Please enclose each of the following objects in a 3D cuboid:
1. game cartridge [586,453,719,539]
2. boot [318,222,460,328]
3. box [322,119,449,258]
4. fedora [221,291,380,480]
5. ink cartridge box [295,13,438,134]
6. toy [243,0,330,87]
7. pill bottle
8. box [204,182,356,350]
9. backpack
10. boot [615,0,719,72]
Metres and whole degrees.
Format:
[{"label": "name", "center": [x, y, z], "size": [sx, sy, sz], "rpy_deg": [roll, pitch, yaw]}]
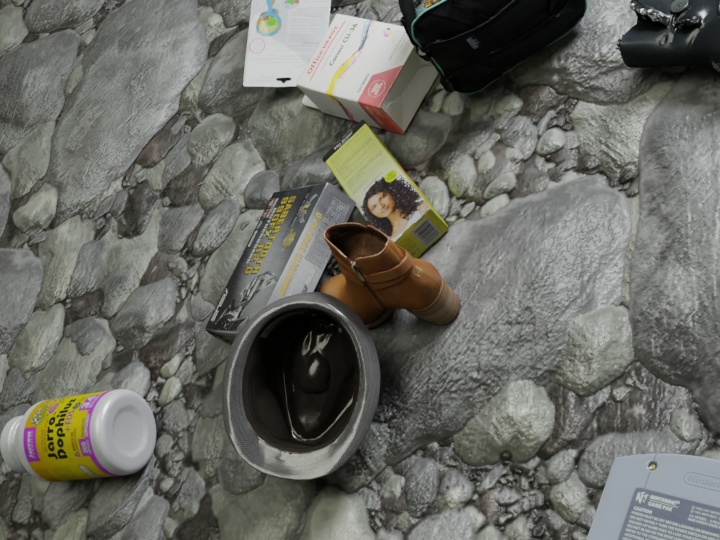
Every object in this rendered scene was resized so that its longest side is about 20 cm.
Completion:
[{"label": "game cartridge", "center": [0.296, 0.231, 1.104], "size": [0.199, 0.042, 0.134], "rpy_deg": [9, 64, 42]}, {"label": "boot", "center": [0.000, 0.000, 1.410], "size": [0.198, 0.155, 0.074], "rpy_deg": [-1, 62, 38]}, {"label": "box", "center": [0.027, -0.095, 1.528], "size": [0.075, 0.050, 0.200], "rpy_deg": [-43, 44, 7]}, {"label": "fedora", "center": [-0.058, 0.127, 1.399], "size": [0.175, 0.090, 0.203], "rpy_deg": [2, 83, 14]}, {"label": "ink cartridge box", "center": [-0.002, -0.259, 1.646], "size": [0.199, 0.067, 0.117], "rpy_deg": [20, 76, 43]}, {"label": "toy", "center": [-0.096, -0.344, 1.784], "size": [0.114, 0.047, 0.202], "rpy_deg": [1, 77, 11]}, {"label": "pill bottle", "center": [-0.359, 0.210, 1.597], "size": [0.198, 0.104, 0.105], "rpy_deg": [-11, 55, 33]}, {"label": "box", "center": [-0.098, -0.004, 1.533], "size": [0.158, 0.048, 0.202], "rpy_deg": [-2, 60, 63]}, {"label": "backpack", "center": [0.156, -0.325, 1.489], "size": [0.198, 0.176, 0.155], "rpy_deg": [-23, 54, 20]}, {"label": "boot", "center": [0.379, -0.297, 1.359], "size": [0.167, 0.076, 0.201], "rpy_deg": [19, 75, 45]}]
